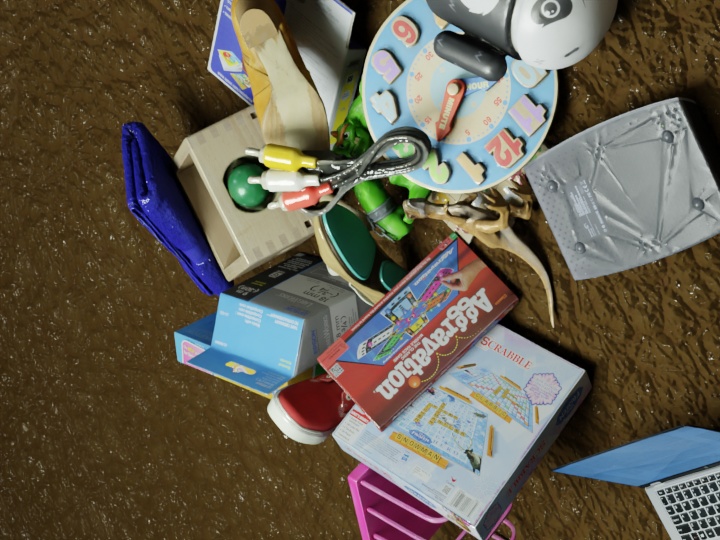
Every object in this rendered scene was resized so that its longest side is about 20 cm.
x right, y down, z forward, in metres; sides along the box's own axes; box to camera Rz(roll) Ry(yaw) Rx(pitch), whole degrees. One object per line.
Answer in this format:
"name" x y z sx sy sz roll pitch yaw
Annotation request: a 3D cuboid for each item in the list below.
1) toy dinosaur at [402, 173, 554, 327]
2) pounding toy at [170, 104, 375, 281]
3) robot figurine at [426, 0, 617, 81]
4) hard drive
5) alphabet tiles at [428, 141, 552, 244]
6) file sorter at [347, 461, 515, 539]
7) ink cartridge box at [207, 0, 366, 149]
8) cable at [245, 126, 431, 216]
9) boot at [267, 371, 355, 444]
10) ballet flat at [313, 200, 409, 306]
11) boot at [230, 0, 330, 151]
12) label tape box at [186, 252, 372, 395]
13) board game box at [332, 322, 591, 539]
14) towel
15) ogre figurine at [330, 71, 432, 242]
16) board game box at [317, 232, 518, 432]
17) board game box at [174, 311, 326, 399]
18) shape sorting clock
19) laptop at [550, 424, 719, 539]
"toy dinosaur" 0.141 -0.040 1.452 0.198 0.061 0.107 31 140 1
"pounding toy" -0.104 -0.087 1.628 0.186 0.141 0.200 63 164 0
"robot figurine" 0.135 -0.262 1.282 0.199 0.124 0.152 34 132 29
"hard drive" 0.251 -0.076 1.324 0.199 0.042 0.136 -23 93 50
"alphabet tiles" 0.112 -0.128 1.473 0.166 0.006 0.201 44 137 21
"file sorter" 0.090 0.271 1.578 0.124 0.139 0.202 25 143 34
"ink cartridge box" -0.079 -0.255 1.583 0.197 0.047 0.202 42 134 25
"cable" -0.017 -0.090 1.413 0.198 0.051 0.098 0 129 32
"boot" -0.008 0.113 1.559 0.144 0.199 0.073 -47 72 23
"ballet flat" 0.000 0.000 1.548 0.062 0.069 0.200 -16 134 38
"boot" -0.081 -0.204 1.497 0.144 0.070 0.203 -99 -11 -67
"label tape box" -0.085 0.055 1.634 0.143 0.199 0.064 15 122 41
"board game box" 0.105 0.147 1.492 0.199 0.200 0.041 29 163 34
"towel" -0.225 -0.069 1.720 0.201 0.049 0.149 57 -171 -45
"ogre figurine" 0.033 -0.131 1.485 0.119 0.098 0.201 33 150 8
"board game box" 0.060 0.063 1.504 0.103 0.200 0.019 45 173 17
"board game box" -0.102 0.088 1.708 0.198 0.152 0.041 16 121 40
"shape sorting clock" 0.094 -0.176 1.383 0.197 0.039 0.203 2 97 17
"laptop" 0.319 0.233 1.363 0.187 0.115 0.202 -30 88 51
